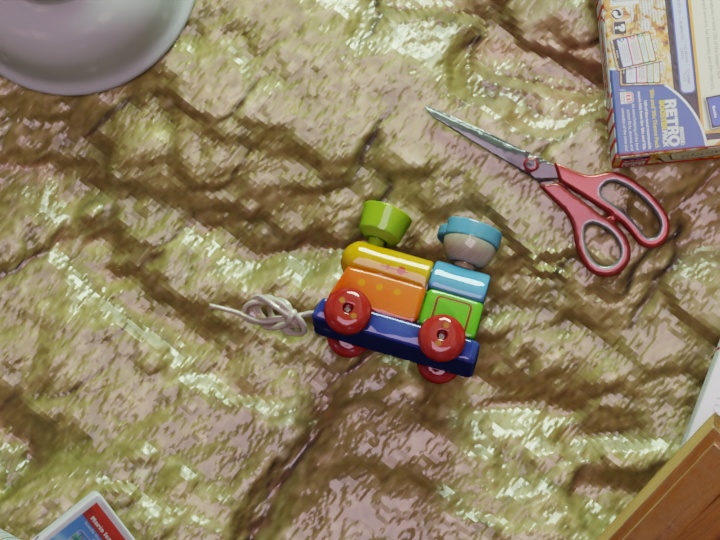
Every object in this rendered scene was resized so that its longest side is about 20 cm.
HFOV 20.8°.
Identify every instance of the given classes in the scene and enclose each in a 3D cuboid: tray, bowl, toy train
[{"bbox_3d":[0.219,0.206,1.373,0.099,0.037,0.200,39,111,0],"label":"tray"},{"bbox_3d":[-0.223,-0.238,1.469,0.200,0.090,0.202,0,83,3],"label":"bowl"},{"bbox_3d":[0.000,0.000,1.435,0.199,0.085,0.116,16,74,5],"label":"toy train"}]

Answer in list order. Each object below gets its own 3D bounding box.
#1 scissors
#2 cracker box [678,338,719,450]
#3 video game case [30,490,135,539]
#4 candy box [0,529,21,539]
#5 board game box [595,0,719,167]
[{"bbox_3d":[0.142,-0.077,1.467,0.200,0.014,0.073,44,90,8],"label":"scissors"},{"bbox_3d":[0.310,0.106,1.410,0.133,0.058,0.201,21,86,7],"label":"cracker box"},{"bbox_3d":[-0.226,0.274,1.404,0.200,0.017,0.143,-38,104,-11],"label":"video game case"},{"bbox_3d":[-0.339,0.218,1.438,0.199,0.055,0.116,27,87,5],"label":"candy box"},{"bbox_3d":[0.279,-0.161,1.450,0.199,0.046,0.152,-4,83,3],"label":"board game box"}]
